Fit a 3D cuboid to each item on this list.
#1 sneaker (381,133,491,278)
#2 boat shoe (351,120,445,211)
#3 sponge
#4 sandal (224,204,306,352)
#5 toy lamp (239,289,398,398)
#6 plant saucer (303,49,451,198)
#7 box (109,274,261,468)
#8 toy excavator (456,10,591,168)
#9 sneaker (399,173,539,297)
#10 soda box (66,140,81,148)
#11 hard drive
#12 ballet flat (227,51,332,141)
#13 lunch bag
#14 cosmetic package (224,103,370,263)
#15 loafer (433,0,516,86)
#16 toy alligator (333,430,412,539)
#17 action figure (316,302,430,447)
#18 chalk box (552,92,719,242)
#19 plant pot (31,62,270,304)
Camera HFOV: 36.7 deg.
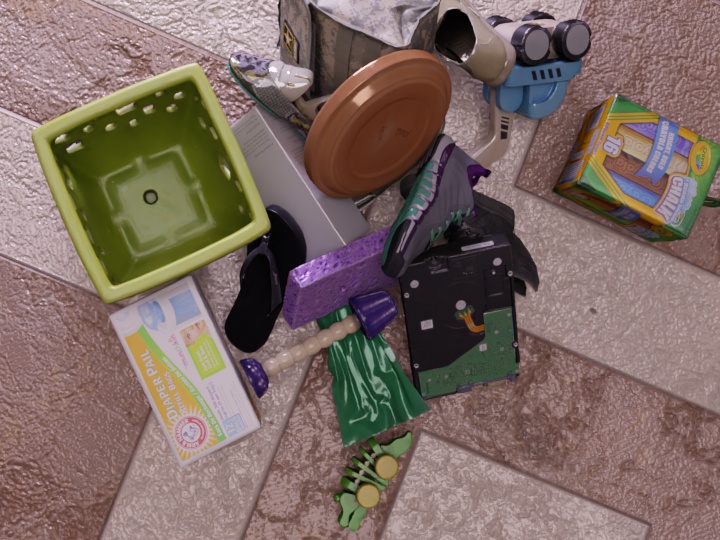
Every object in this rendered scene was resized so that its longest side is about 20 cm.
[{"bbox_3d":[0.093,-0.066,1.258,0.087,0.074,0.202,29,61,-7],"label":"sneaker"},{"bbox_3d":[0.025,-0.138,1.361,0.201,0.060,0.072,-39,94,-5],"label":"boat shoe"},{"bbox_3d":[0.000,0.000,1.306,0.198,0.112,0.030,-24,67,-23],"label":"sponge"},{"bbox_3d":[-0.117,0.018,1.301,0.075,0.043,0.203,26,119,15],"label":"sandal"},{"bbox_3d":[-0.047,0.085,1.306,0.198,0.058,0.059,-30,92,-7],"label":"toy lamp"},{"bbox_3d":[0.025,-0.160,1.238,0.199,0.201,0.032,-37,63,-6],"label":"plant saucer"},{"bbox_3d":[-0.208,0.120,1.312,0.111,0.101,0.202,-26,91,-6],"label":"box"},{"bbox_3d":[0.188,-0.212,1.360,0.192,0.100,0.203,-12,113,-25],"label":"toy excavator"},{"bbox_3d":[0.135,-0.043,1.346,0.197,0.060,0.106,19,62,-23],"label":"sneaker"},{"bbox_3d":[-0.272,-0.088,1.326,0.063,0.071,0.201,-39,93,-6],"label":"soda box"},{"bbox_3d":[0.122,0.059,1.330,0.137,0.038,0.203,-12,120,-3],"label":"hard drive"},{"bbox_3d":[-0.066,-0.197,1.274,0.200,0.072,0.072,43,85,-23],"label":"ballet flat"},{"bbox_3d":[-0.018,-0.273,1.288,0.198,0.165,0.118,26,57,13],"label":"lunch bag"},{"bbox_3d":[-0.092,-0.095,1.318,0.112,0.081,0.202,-30,95,31],"label":"cosmetic package"},{"bbox_3d":[0.111,-0.297,1.320,0.068,0.200,0.076,17,111,-46],"label":"loafer"},{"bbox_3d":[-0.007,0.276,1.350,0.054,0.059,0.201,34,86,-4],"label":"toy alligator"},{"bbox_3d":[-0.003,0.104,1.357,0.116,0.055,0.203,-21,84,-4],"label":"action figure"},{"bbox_3d":[0.366,-0.114,1.363,0.198,0.125,0.125,27,86,-3],"label":"chalk box"},{"bbox_3d":[-0.228,-0.086,1.204,0.197,0.181,0.203,-24,90,-10],"label":"plant pot"}]
